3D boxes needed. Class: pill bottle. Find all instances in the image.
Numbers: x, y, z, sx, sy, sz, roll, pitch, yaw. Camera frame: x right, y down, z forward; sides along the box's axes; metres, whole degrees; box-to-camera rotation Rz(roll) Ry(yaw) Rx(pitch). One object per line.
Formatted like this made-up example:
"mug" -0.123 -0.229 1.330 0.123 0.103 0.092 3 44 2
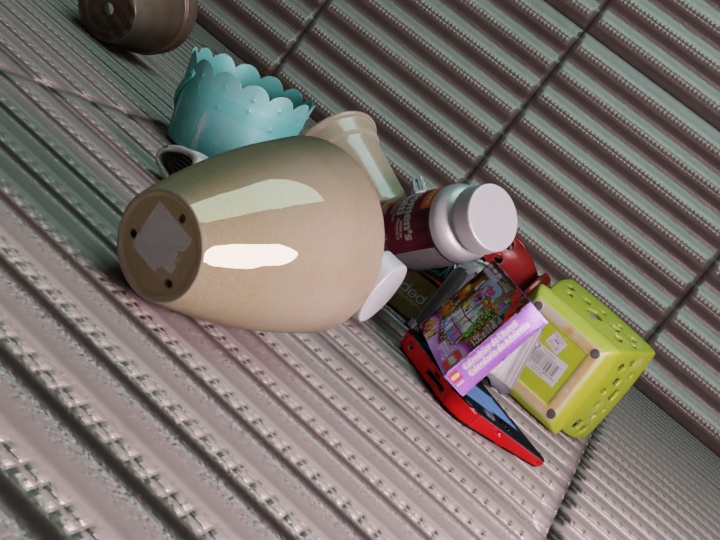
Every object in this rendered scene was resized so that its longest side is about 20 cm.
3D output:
"pill bottle" -0.043 -0.034 1.341 0.200 0.110 0.110 41 9 16
"pill bottle" 0.117 -0.061 1.461 0.109 0.110 0.200 33 -25 -29

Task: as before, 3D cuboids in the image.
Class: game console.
"game console" 0.144 0.163 1.366 0.177 0.031 0.200 33 11 -31

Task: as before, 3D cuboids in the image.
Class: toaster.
"toaster" 0.169 0.078 1.519 0.200 0.129 0.114 36 -5 -13

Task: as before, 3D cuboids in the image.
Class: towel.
"towel" 0.094 -0.052 1.767 0.024 0.201 0.147 3 13 1

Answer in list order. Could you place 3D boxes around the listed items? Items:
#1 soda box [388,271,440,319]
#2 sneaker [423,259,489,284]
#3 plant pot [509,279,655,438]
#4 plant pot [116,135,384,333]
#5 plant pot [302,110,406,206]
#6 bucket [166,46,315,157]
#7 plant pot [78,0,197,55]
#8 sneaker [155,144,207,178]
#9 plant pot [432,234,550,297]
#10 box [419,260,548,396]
"soda box" 0.097 0.047 1.630 0.200 0.068 0.064 39 9 2
"sneaker" 0.135 -0.003 1.604 0.200 0.078 0.091 32 9 19
"plant pot" 0.324 0.143 1.689 0.200 0.199 0.181 43 17 24
"plant pot" -0.109 -0.028 0.911 0.187 0.188 0.200 42 24 23
"plant pot" -0.012 -0.147 1.857 0.184 0.200 0.200 55 15 24
"bucket" -0.186 -0.233 1.573 0.206 0.135 0.207 26 14 -7
"plant pot" -0.424 -0.490 1.920 0.200 0.200 0.174 39 24 2
"sneaker" -0.178 -0.088 1.239 0.200 0.073 0.071 34 14 39
"plant pot" 0.230 0.022 1.874 0.182 0.201 0.200 43 9 11
"box" 0.150 0.068 1.322 0.039 0.137 0.200 46 6 -15
